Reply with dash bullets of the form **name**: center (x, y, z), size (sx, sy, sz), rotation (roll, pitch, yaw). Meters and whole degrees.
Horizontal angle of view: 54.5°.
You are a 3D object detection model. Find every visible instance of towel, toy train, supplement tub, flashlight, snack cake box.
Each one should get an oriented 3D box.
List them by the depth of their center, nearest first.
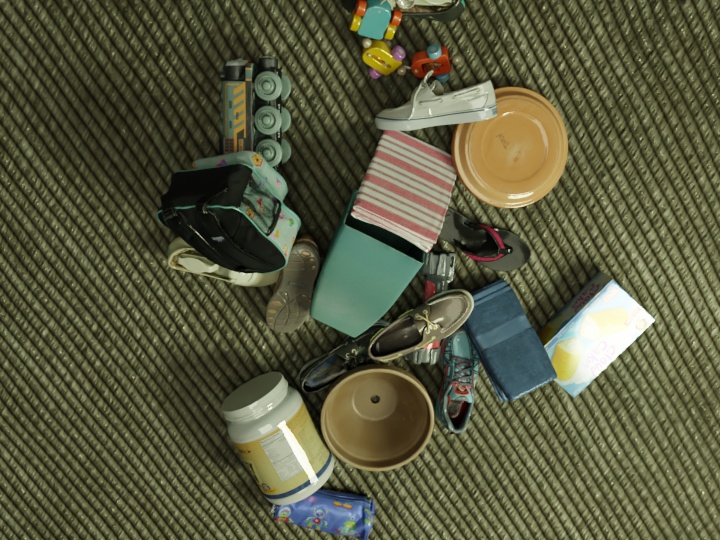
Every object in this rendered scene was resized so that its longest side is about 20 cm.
- **toy train**: center (0.067, -0.372, 1.098), size (0.150, 0.056, 0.200), rotation (-9, 150, 21)
- **toy train**: center (-0.176, -0.247, 1.144), size (0.113, 0.085, 0.201), rotation (4, 105, 8)
- **towel**: center (0.077, -0.138, 1.144), size (0.146, 0.200, 0.030), rotation (25, 147, -7)
- **towel**: center (0.251, 0.121, 1.218), size (0.111, 0.049, 0.200), rotation (-22, 73, -10)
- **flashlight**: center (0.118, 0.063, 1.238), size (0.068, 0.068, 0.201), rotation (-4, 104, -37)
- **supplement tub**: center (-0.149, 0.298, 1.251), size (0.144, 0.144, 0.200), rotation (-25, 103, 6)
- **snack cake box**: center (0.407, 0.114, 1.252), size (0.115, 0.067, 0.200), rotation (41, 101, -10)

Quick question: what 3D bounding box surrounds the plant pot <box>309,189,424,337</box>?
- **plant pot**: center (0.000, 0.000, 1.179), size (0.141, 0.141, 0.200), rotation (26, 120, -7)

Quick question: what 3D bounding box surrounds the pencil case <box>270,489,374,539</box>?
- **pencil case**: center (-0.069, 0.451, 1.326), size (0.199, 0.078, 0.087), rotation (14, 127, -6)

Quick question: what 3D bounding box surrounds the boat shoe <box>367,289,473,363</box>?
- **boat shoe**: center (0.100, 0.096, 1.184), size (0.200, 0.060, 0.072), rotation (-30, 83, 16)

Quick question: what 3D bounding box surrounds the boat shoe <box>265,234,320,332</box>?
- **boat shoe**: center (-0.112, 0.024, 1.218), size (0.075, 0.072, 0.200), rotation (19, 124, -10)

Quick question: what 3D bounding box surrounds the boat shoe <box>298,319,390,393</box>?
- **boat shoe**: center (-0.025, 0.161, 1.262), size (0.200, 0.057, 0.069), rotation (-34, 103, 8)

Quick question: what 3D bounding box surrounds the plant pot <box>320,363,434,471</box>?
- **plant pot**: center (0.029, 0.253, 1.268), size (0.200, 0.093, 0.202), rotation (0, 105, -1)

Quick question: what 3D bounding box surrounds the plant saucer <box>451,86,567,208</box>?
- **plant saucer**: center (0.252, -0.204, 1.165), size (0.199, 0.032, 0.201), rotation (-1, 95, -8)

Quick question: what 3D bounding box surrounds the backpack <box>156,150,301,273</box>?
- **backpack**: center (-0.194, -0.086, 1.110), size (0.175, 0.154, 0.200), rotation (-6, 140, 30)

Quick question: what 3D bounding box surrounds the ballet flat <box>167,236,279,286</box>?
- **ballet flat**: center (-0.238, -0.007, 1.211), size (0.199, 0.069, 0.070), rotation (13, 104, -4)

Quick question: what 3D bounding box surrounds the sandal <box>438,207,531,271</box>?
- **sandal**: center (0.204, -0.051, 1.216), size (0.199, 0.045, 0.075), rotation (24, 103, -7)

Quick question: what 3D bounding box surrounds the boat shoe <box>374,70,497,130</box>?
- **boat shoe**: center (0.114, -0.276, 1.118), size (0.201, 0.075, 0.086), rotation (-1, 112, 25)

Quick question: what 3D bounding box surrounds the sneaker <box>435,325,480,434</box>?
- **sneaker**: center (0.184, 0.199, 1.254), size (0.079, 0.096, 0.201), rotation (2, 102, -2)

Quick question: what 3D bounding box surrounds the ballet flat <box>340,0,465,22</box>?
- **ballet flat**: center (0.068, -0.435, 1.101), size (0.199, 0.068, 0.068), rotation (2, 94, -2)
